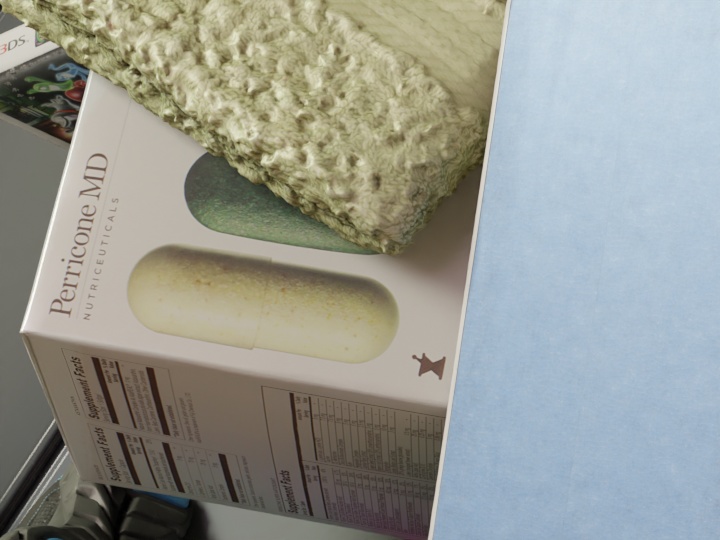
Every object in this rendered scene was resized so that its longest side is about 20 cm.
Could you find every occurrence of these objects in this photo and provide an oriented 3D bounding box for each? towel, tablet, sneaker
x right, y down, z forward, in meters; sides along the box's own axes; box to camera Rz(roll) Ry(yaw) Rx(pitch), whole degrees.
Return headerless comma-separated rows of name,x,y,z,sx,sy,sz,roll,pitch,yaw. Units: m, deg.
towel,-0.023,-0.104,0.923,0.200,0.037,0.148,37,71,18
tablet,0.082,0.009,0.833,0.130,0.014,0.201,7,88,43
sneaker,-0.122,0.138,1.091,0.082,0.073,0.200,-51,1,19

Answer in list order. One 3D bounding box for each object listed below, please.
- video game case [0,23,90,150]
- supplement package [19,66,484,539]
video game case,-0.029,-0.071,1.077,0.181,0.200,0.023,-19,61,35
supplement package,0.000,0.000,0.977,0.199,0.151,0.152,9,67,7
